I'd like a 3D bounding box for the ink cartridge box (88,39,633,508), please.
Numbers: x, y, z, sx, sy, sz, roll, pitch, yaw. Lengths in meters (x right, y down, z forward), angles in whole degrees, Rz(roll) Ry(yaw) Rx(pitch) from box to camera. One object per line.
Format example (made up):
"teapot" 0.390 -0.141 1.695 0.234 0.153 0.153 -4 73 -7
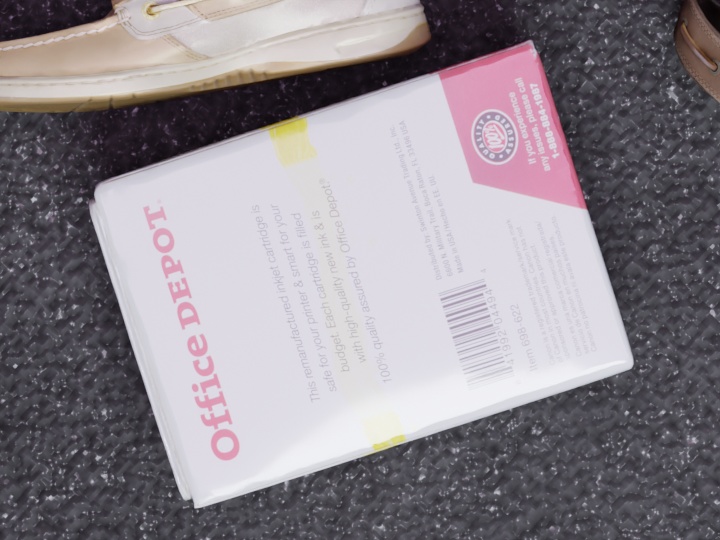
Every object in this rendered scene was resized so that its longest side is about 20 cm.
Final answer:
"ink cartridge box" 0.000 0.000 1.286 0.199 0.083 0.146 -17 94 1

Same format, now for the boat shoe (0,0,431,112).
"boat shoe" -0.072 -0.111 1.288 0.199 0.074 0.070 -10 92 -8

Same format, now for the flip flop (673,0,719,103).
"flip flop" 0.166 -0.087 1.290 0.057 0.081 0.201 -8 100 15
